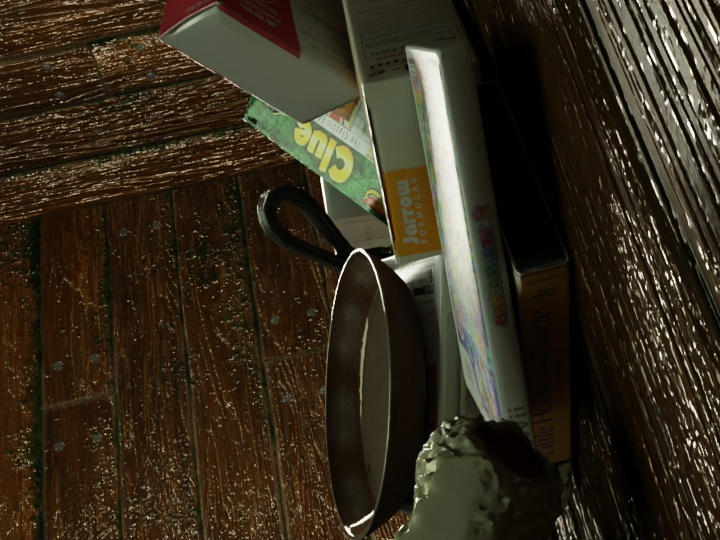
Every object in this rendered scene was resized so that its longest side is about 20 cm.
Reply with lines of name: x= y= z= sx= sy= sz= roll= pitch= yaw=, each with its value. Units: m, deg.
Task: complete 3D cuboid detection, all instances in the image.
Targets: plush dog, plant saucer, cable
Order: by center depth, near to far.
plush dog: x=0.063 y=0.191 z=0.576 sx=0.172 sy=0.160 sz=0.201 roll=36 pitch=-157 yaw=-55
plant saucer: x=0.010 y=0.086 z=0.873 sx=0.200 sy=0.034 sz=0.202 roll=-177 pitch=90 yaw=-76
cable: x=0.000 y=0.000 z=1.007 sx=0.050 sy=0.199 sz=0.098 roll=0 pitch=73 yaw=70

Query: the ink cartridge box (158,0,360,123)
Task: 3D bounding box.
ink cartridge box: x=-0.056 y=-0.238 z=0.954 sx=0.147 sy=0.085 sz=0.201 roll=25 pitch=-116 yaw=-34

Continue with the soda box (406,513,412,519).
soda box: x=0.049 y=0.156 z=1.074 sx=0.200 sy=0.067 sz=0.064 roll=36 pitch=140 yaw=59

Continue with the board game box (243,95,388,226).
board game box: x=-0.015 y=-0.128 z=1.029 sx=0.200 sy=0.023 sz=0.105 roll=37 pitch=115 yaw=37

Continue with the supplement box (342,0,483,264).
supplement box: x=0.038 y=-0.113 z=0.824 sx=0.200 sy=0.073 sz=0.127 roll=-99 pitch=-3 yaw=-57

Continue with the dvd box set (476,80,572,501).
dvd box set: x=0.086 y=0.017 z=0.699 sx=0.201 sy=0.029 sz=0.147 roll=80 pitch=178 yaw=-45

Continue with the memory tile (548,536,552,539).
memory tile: x=0.136 y=0.221 z=0.989 sx=0.200 sy=0.017 sz=0.154 roll=78 pitch=-179 yaw=-69

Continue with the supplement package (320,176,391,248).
supplement package: x=0.022 y=-0.086 z=1.156 sx=0.200 sy=0.113 sz=0.110 roll=81 pitch=-179 yaw=-81

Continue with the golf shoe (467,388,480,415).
golf shoe: x=0.090 y=0.086 z=0.939 sx=0.092 sy=0.075 sz=0.200 roll=46 pitch=169 yaw=4

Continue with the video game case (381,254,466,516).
video game case: x=0.037 y=0.078 z=0.882 sx=0.200 sy=0.023 sz=0.183 roll=164 pitch=108 yaw=-76

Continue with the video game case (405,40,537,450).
video game case: x=0.056 y=-0.018 z=0.653 sx=0.143 sy=0.018 sz=0.201 roll=-111 pitch=10 yaw=-78
